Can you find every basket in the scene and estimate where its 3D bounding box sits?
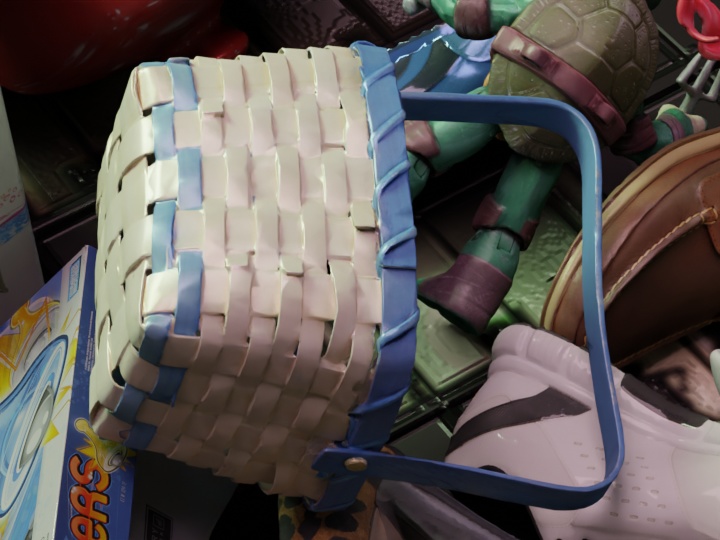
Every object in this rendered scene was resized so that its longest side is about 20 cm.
[{"bbox_3d":[0.000,0.000,1.119,0.200,0.139,0.177,6,56,-10],"label":"basket"}]

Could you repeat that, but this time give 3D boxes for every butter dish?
[{"bbox_3d":[-0.107,-0.146,1.358,0.200,0.148,0.199,-43,14,-31],"label":"butter dish"}]

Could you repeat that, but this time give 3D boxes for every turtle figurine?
[{"bbox_3d":[0.074,-0.078,1.239,0.150,0.101,0.200,39,83,0],"label":"turtle figurine"}]

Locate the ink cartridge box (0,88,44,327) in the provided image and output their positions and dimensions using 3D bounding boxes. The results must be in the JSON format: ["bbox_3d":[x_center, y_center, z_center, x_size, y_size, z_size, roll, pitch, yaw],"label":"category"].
[{"bbox_3d":[-0.196,-0.056,1.242,0.085,0.200,0.145,-17,46,-12],"label":"ink cartridge box"}]

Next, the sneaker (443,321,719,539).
[{"bbox_3d":[0.119,0.095,1.142,0.200,0.074,0.080,23,69,34],"label":"sneaker"}]

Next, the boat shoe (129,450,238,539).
[{"bbox_3d":[-0.094,0.108,1.162,0.057,0.069,0.200,-40,26,31],"label":"boat shoe"}]

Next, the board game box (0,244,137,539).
[{"bbox_3d":[-0.137,0.104,1.135,0.135,0.034,0.200,-41,32,35],"label":"board game box"}]

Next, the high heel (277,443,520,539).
[{"bbox_3d":[-0.036,0.147,1.120,0.200,0.071,0.143,-38,42,-23],"label":"high heel"}]

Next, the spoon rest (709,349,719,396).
[{"bbox_3d":[0.223,0.068,1.126,0.200,0.099,0.061,28,100,32],"label":"spoon rest"}]

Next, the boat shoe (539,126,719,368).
[{"bbox_3d":[0.158,-0.018,1.230,0.200,0.072,0.068,-35,51,-27],"label":"boat shoe"}]

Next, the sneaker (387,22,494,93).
[{"bbox_3d":[0.012,-0.055,1.302,0.200,0.066,0.079,-15,57,-4],"label":"sneaker"}]
